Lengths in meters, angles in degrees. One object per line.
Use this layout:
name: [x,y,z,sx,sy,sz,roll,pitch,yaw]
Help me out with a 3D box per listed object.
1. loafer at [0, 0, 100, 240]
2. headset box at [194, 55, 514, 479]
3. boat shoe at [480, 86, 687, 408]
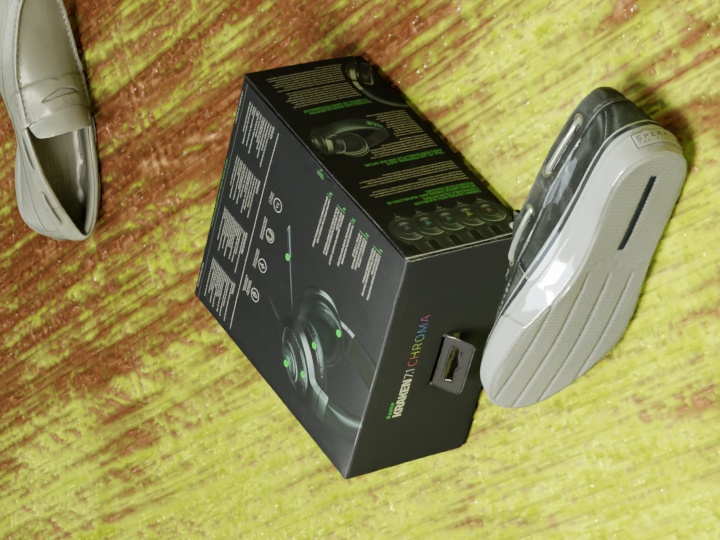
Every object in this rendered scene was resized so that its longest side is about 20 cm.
loafer: [-0.223,-0.118,1.927,0.070,0.070,0.200,21,126,48]
headset box: [0.000,0.000,1.587,0.200,0.093,0.174,48,138,38]
boat shoe: [0.116,-0.012,1.438,0.200,0.072,0.071,-62,40,33]
